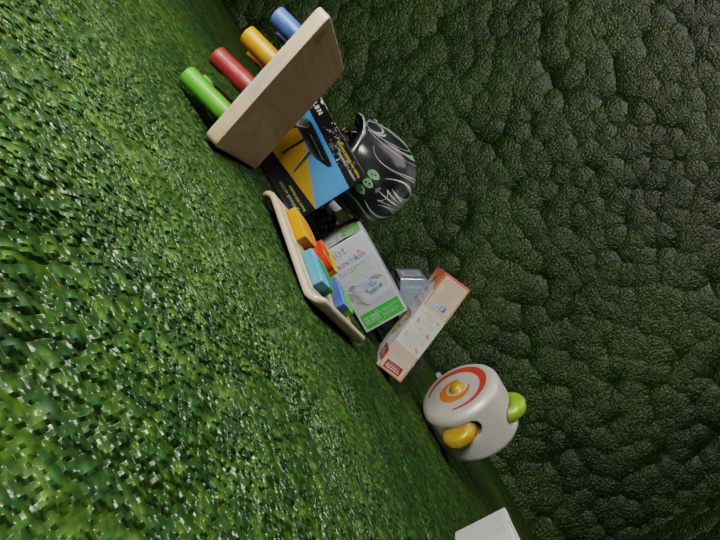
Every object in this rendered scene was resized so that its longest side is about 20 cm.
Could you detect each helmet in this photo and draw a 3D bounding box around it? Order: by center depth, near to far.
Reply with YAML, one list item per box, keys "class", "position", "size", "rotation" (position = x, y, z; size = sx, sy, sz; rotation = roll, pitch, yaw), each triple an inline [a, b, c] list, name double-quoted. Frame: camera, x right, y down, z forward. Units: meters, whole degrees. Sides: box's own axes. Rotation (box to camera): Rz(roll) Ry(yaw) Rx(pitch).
- class: "helmet"
  position: [0.021, -0.195, 1.074]
  size: [0.190, 0.200, 0.201]
  rotation: [37, 16, -31]

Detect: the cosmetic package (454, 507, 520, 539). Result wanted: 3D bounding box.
- class: "cosmetic package"
  position: [0.163, 0.359, 0.597]
  size: [0.114, 0.081, 0.200]
  rotation: [62, 4, 11]

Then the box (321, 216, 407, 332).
- class: "box"
  position: [0.000, 0.000, 1.061]
  size: [0.178, 0.096, 0.200]
  rotation: [61, 4, -12]

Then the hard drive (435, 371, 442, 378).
- class: "hard drive"
  position: [0.413, 0.564, 2.516]
  size: [0.133, 0.025, 0.200]
  rotation: [63, 5, 32]

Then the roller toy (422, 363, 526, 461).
- class: "roller toy"
  position: [0.229, 0.298, 1.141]
  size: [0.141, 0.199, 0.182]
  rotation: [58, -19, -16]

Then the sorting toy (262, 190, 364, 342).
- class: "sorting toy"
  position: [-0.060, -0.005, 0.769]
  size: [0.201, 0.036, 0.185]
  rotation: [62, 5, 30]

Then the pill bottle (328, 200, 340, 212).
- class: "pill bottle"
  position: [-0.106, -0.280, 1.620]
  size: [0.201, 0.109, 0.109]
  rotation: [58, 4, -13]

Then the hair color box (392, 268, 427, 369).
- class: "hair color box"
  position: [0.106, 0.105, 1.173]
  size: [0.099, 0.060, 0.202]
  rotation: [-101, -168, -77]

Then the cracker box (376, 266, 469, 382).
- class: "cracker box"
  position: [0.108, 0.093, 0.969]
  size: [0.057, 0.201, 0.134]
  rotation: [36, 5, -1]

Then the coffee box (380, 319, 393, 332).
- class: "coffee box"
  position: [0.047, 0.048, 1.372]
  size: [0.201, 0.079, 0.114]
  rotation: [61, 4, 21]

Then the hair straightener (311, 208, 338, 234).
- class: "hair straightener"
  position: [-0.087, -0.105, 1.231]
  size: [0.077, 0.041, 0.201]
  rotation: [29, 22, -22]

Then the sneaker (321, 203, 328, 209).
- class: "sneaker"
  position: [-0.113, -0.180, 1.184]
  size: [0.084, 0.078, 0.200]
  rotation: [29, 0, 2]

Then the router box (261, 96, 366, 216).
- class: "router box"
  position: [-0.101, -0.210, 0.926]
  size: [0.201, 0.148, 0.051]
  rotation: [58, 4, -10]

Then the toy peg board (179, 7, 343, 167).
- class: "toy peg board"
  position: [-0.130, -0.255, 0.708]
  size: [0.098, 0.199, 0.200]
  rotation: [43, 4, -1]
